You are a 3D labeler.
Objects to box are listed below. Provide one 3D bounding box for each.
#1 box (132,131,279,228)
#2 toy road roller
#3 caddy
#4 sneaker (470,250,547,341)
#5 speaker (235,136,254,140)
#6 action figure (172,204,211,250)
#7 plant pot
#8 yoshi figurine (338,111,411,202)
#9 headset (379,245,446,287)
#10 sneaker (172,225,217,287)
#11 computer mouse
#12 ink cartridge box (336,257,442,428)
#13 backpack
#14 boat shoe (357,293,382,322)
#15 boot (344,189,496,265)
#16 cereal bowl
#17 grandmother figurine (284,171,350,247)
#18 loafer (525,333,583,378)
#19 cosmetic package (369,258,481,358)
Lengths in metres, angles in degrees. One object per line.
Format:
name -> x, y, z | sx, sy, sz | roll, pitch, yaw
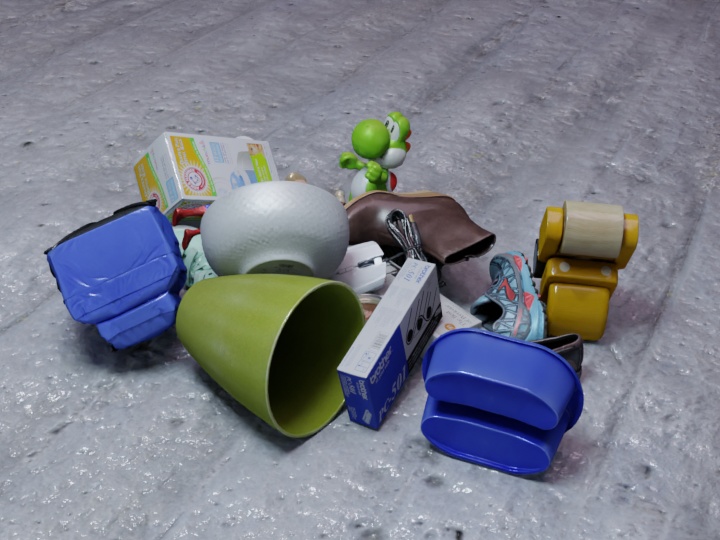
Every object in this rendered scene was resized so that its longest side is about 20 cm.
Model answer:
box -> -0.227, -0.129, 1.566 | 0.198, 0.101, 0.114 | 0, 66, -44
toy road roller -> 0.304, 0.007, 1.429 | 0.120, 0.201, 0.149 | 5, 67, 4
caddy -> 0.161, 0.146, 1.220 | 0.196, 0.144, 0.105 | 14, 35, 15
sneaker -> 0.198, 0.037, 1.463 | 0.093, 0.081, 0.201 | -2, 32, -6
speaker -> -0.238, -0.149, 1.712 | 0.080, 0.083, 0.200 | 18, 34, 21
action figure -> -0.166, -0.054, 1.457 | 0.197, 0.100, 0.066 | -11, 58, -28
plant pot -> -0.125, 0.081, 1.273 | 0.197, 0.191, 0.186 | 17, 33, 34
yoshi figurine -> 0.007, -0.155, 1.620 | 0.111, 0.203, 0.112 | 27, 21, 12
headset -> 0.083, -0.036, 1.550 | 0.121, 0.095, 0.202 | -3, 49, -12
sneaker -> -0.238, -0.001, 1.473 | 0.196, 0.075, 0.119 | 12, 28, 9
computer mouse -> 0.000, 0.000, 1.426 | 0.044, 0.198, 0.112 | 16, 51, -56
ink cartridge box -> 0.041, 0.088, 1.296 | 0.043, 0.095, 0.201 | 13, 48, 26
backpack -> -0.308, 0.010, 1.359 | 0.160, 0.171, 0.200 | -19, 4, -6
boat shoe -> -0.053, 0.078, 1.373 | 0.196, 0.077, 0.072 | -8, 41, -5
boot -> 0.072, -0.055, 1.470 | 0.197, 0.074, 0.166 | -18, 35, -25
cereal bowl -> -0.109, -0.025, 1.349 | 0.196, 0.201, 0.085 | -1, 59, -8
grandmother figurine -> -0.065, -0.074, 1.615 | 0.060, 0.122, 0.201 | 27, 19, -48
loafer -> 0.196, 0.111, 1.355 | 0.196, 0.064, 0.072 | -1, 31, -9
cosmetic package -> 0.070, 0.055, 1.444 | 0.082, 0.051, 0.199 | -22, 40, -35
